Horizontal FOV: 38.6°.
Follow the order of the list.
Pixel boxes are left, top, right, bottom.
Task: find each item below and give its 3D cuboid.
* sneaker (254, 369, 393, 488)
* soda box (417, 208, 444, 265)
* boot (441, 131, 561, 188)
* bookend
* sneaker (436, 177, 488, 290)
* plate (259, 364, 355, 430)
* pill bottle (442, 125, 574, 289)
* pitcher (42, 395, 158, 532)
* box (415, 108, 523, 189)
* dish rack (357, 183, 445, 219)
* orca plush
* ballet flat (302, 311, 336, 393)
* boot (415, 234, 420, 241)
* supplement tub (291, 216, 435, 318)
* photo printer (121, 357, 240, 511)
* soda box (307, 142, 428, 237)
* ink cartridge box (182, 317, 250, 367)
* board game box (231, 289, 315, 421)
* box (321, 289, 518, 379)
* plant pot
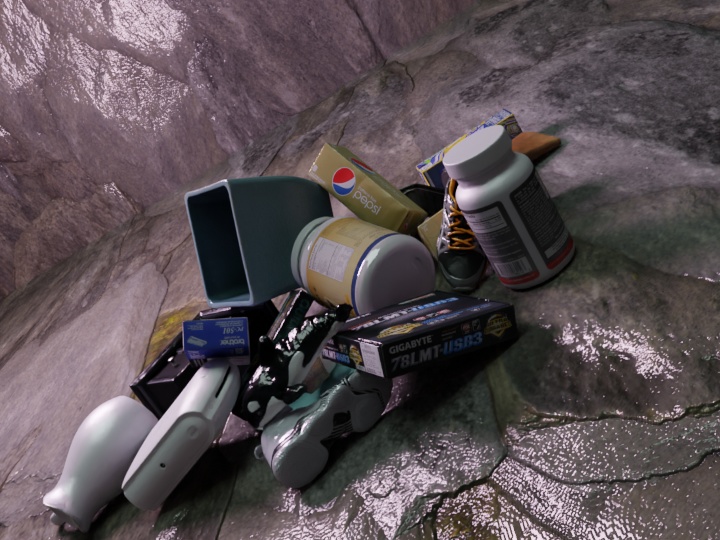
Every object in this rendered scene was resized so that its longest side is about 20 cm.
[{"bbox_3d":[-0.053,0.187,1.325,0.200,0.076,0.114,-43,23,-19],"label":"sneaker"},{"bbox_3d":[0.185,-0.091,1.589,0.199,0.068,0.064,-34,-4,-2],"label":"soda box"},{"bbox_3d":[0.266,-0.174,1.755,0.198,0.069,0.188,-26,18,-24],"label":"boot"},{"bbox_3d":[-0.243,0.151,1.696,0.197,0.093,0.200,-12,29,46],"label":"bookend"},{"bbox_3d":[0.149,-0.071,1.500,0.077,0.203,0.077,0,-17,7],"label":"sneaker"},{"bbox_3d":[-0.073,0.169,1.483,0.198,0.026,0.201,-30,19,12],"label":"plate"},{"bbox_3d":[0.199,-0.086,1.393,0.115,0.201,0.116,-28,19,11],"label":"pill bottle"},{"bbox_3d":[-0.402,0.300,1.578,0.201,0.121,0.171,-57,13,-28],"label":"pitcher"},{"bbox_3d":[0.205,-0.212,1.896,0.199,0.071,0.064,-33,18,2],"label":"box"},{"bbox_3d":[0.047,-0.080,1.759,0.198,0.055,0.153,-25,-13,24],"label":"dish rack"},{"bbox_3d":[-0.095,0.107,1.309,0.200,0.071,0.106,-45,24,20],"label":"orca plush"},{"bbox_3d":[-0.059,0.107,1.474,0.066,0.069,0.200,-24,21,7],"label":"ballet flat"},{"bbox_3d":[0.053,-0.001,1.670,0.198,0.075,0.097,-29,41,-5],"label":"boot"},{"bbox_3d":[0.000,0.000,1.532,0.144,0.146,0.199,-40,35,-22],"label":"supplement tub"},{"bbox_3d":[-0.245,0.223,1.461,0.201,0.069,0.167,-50,9,22],"label":"photo printer"},{"bbox_3d":[0.011,-0.123,1.657,0.067,0.200,0.064,4,-58,-58],"label":"soda box"},{"bbox_3d":[-0.211,0.109,1.526,0.092,0.045,0.200,-3,-12,-6],"label":"ink cartridge box"},{"bbox_3d":[-0.133,0.121,1.524,0.202,0.028,0.135,-60,8,-5],"label":"board game box"},{"bbox_3d":[0.069,0.079,1.333,0.198,0.050,0.198,-16,11,-23],"label":"box"},{"bbox_3d":[-0.149,-0.059,1.697,0.198,0.199,0.195,-15,4,-30],"label":"plant pot"}]
